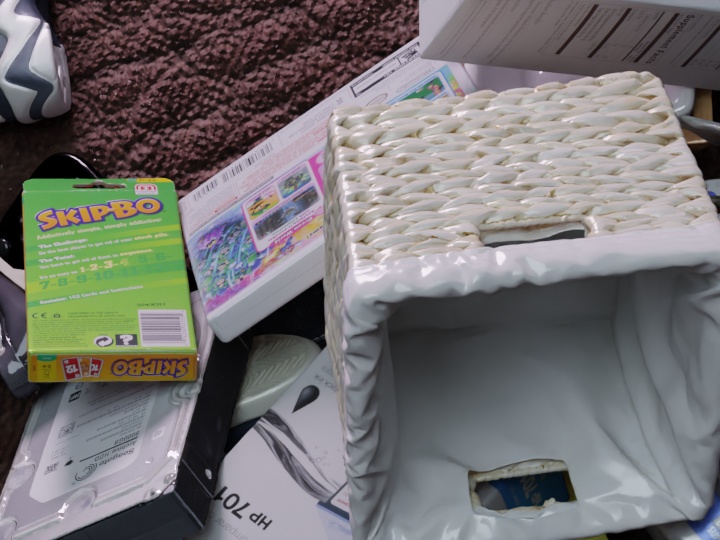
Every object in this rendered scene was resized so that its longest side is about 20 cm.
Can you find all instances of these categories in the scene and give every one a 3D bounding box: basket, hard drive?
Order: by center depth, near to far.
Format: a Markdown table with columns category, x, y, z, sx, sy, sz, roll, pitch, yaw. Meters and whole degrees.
| category | x | y | z | sx | sy | sz | roll | pitch | yaw |
| --- | --- | --- | --- | --- | --- | --- | --- | --- | --- |
| basket | 0.079 | 0.021 | 1.361 | 0.197 | 0.200 | 0.161 | -7 | 44 | -6 |
| hard drive | -0.138 | 0.096 | 1.513 | 0.139 | 0.038 | 0.200 | -24 | 30 | 24 |

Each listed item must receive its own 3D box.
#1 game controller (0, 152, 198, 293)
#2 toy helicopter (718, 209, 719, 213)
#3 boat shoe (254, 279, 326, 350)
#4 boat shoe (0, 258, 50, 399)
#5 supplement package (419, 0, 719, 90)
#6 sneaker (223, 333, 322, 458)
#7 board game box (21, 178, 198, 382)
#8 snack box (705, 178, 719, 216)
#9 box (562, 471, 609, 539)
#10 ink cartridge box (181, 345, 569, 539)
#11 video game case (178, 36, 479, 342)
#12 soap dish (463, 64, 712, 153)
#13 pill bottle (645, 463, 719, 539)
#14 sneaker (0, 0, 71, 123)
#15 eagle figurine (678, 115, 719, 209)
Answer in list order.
| category | x | y | z | sx | sy | sz | roll | pitch | yaw |
| --- | --- | --- | --- | --- | --- | --- | --- | --- | --- |
| game controller | -0.154 | 0.018 | 1.640 | 0.200 | 0.042 | 0.104 | 45 | 119 | 25 |
| toy helicopter | 0.129 | -0.011 | 1.528 | 0.200 | 0.079 | 0.133 | 32 | 75 | -9 |
| boat shoe | 0.000 | 0.000 | 1.592 | 0.200 | 0.091 | 0.071 | -26 | 64 | 3 |
| boat shoe | -0.236 | 0.025 | 1.615 | 0.063 | 0.073 | 0.200 | -43 | 36 | -16 |
| supplement package | 0.143 | -0.180 | 1.497 | 0.199 | 0.110 | 0.114 | 6 | 71 | -15 |
| sneaker | -0.094 | 0.112 | 1.571 | 0.200 | 0.085 | 0.075 | -28 | 27 | 16 |
| board game box | -0.150 | 0.002 | 1.545 | 0.095 | 0.030 | 0.200 | 0 | 34 | -8 |
| snack box | 0.200 | -0.017 | 1.584 | 0.199 | 0.024 | 0.072 | -5 | 69 | 13 |
| box | 0.114 | 0.175 | 1.515 | 0.075 | 0.050 | 0.200 | -26 | 65 | 3 |
| ink cartridge box | -0.003 | 0.144 | 1.472 | 0.146 | 0.086 | 0.200 | 33 | 69 | 29 |
| video game case | -0.015 | -0.055 | 1.549 | 0.200 | 0.024 | 0.182 | -34 | 25 | 5 |
| soap dish | 0.139 | -0.156 | 1.625 | 0.157 | 0.081 | 0.201 | -5 | 68 | 13 |
| pill bottle | 0.257 | 0.103 | 1.472 | 0.200 | 0.114 | 0.114 | -38 | 64 | -2 |
| sneaker | -0.270 | -0.184 | 1.742 | 0.129 | 0.080 | 0.200 | -11 | 76 | 1 |
| eagle figurine | 0.286 | -0.055 | 1.491 | 0.200 | 0.151 | 0.152 | -38 | 59 | -13 |
